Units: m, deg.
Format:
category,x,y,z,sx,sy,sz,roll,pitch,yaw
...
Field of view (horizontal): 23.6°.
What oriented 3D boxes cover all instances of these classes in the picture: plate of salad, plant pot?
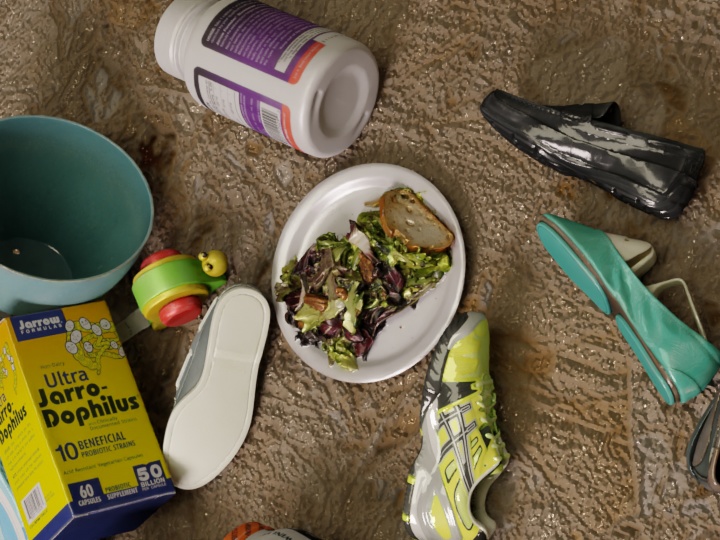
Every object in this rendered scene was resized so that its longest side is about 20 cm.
category,x,y,z,sx,sy,sz,roll,pitch,yaw
plate of salad,0.000,0.000,1.538,0.200,0.048,0.200,-5,79,29
plant pot,-0.313,-0.031,1.659,0.200,0.200,0.135,59,144,24

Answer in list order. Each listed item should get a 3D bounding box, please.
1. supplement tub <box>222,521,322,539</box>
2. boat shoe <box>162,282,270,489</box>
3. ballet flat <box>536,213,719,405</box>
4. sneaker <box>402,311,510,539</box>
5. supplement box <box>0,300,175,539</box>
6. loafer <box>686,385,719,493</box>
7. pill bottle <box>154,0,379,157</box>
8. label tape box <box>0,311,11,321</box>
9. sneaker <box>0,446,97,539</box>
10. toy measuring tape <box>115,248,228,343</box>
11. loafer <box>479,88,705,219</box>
category,x,y,z,sx,sy,sz,roll,pitch,yaw
supplement tub,-0.034,0.297,1.459,0.200,0.123,0.123,24,93,30
boat shoe,-0.134,0.105,1.600,0.062,0.073,0.200,-134,61,-72
ballet flat,0.225,0.018,1.404,0.070,0.067,0.200,-33,64,-6
sneaker,0.092,0.135,1.453,0.076,0.075,0.200,10,96,24
supplement box,-0.270,0.145,1.602,0.110,0.109,0.200,-44,63,49
loafer,0.312,0.081,1.325,0.072,0.063,0.200,21,96,1
pill bottle,-0.091,-0.188,1.587,0.200,0.111,0.112,26,94,30
label tape box,-0.435,0.062,1.768,0.143,0.066,0.200,-41,61,17
sneaker,-0.324,0.262,1.661,0.131,0.079,0.200,-37,71,45
toy measuring tape,-0.210,0.035,1.639,0.200,0.074,0.074,-31,67,22
loafer,0.193,-0.110,1.439,0.200,0.068,0.070,28,87,26
